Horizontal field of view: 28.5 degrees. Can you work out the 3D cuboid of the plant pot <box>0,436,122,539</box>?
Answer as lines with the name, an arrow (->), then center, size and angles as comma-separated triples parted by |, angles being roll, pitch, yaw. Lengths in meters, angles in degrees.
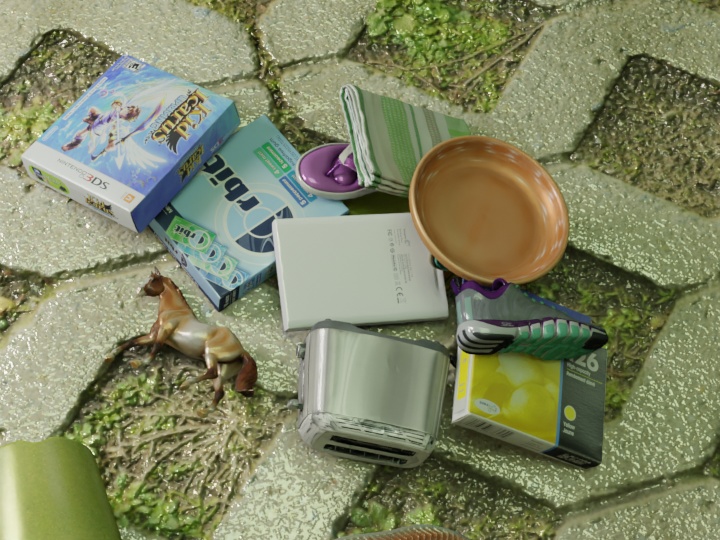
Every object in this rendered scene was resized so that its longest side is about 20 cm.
plant pot -> -0.323, 0.280, 1.452 | 0.200, 0.201, 0.185 | -9, 53, -12

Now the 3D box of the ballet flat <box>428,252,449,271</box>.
ballet flat -> 0.158, -0.048, 1.729 | 0.199, 0.070, 0.070 | -13, 66, -26

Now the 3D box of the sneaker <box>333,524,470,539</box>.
sneaker -> 0.039, 0.329, 1.542 | 0.199, 0.080, 0.071 | 4, 40, -26

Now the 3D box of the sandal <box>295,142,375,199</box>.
sandal -> 0.014, -0.136, 1.743 | 0.202, 0.050, 0.083 | -7, 56, -28

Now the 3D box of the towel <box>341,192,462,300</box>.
towel -> 0.073, -0.049, 1.755 | 0.200, 0.018, 0.086 | 39, 64, 11

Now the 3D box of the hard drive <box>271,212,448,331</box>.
hard drive -> 0.000, 0.000, 1.686 | 0.199, 0.025, 0.132 | -3, 77, -17

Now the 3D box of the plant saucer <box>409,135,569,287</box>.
plant saucer -> 0.148, -0.065, 1.668 | 0.199, 0.037, 0.201 | 8, 61, -15

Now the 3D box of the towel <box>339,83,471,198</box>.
towel -> 0.071, -0.150, 1.743 | 0.200, 0.031, 0.150 | 10, 56, -36

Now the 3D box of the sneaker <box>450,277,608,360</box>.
sneaker -> 0.193, 0.048, 1.592 | 0.199, 0.074, 0.088 | 6, 61, -32

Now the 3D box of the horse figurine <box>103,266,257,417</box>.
horse figurine -> -0.193, 0.089, 1.623 | 0.200, 0.050, 0.133 | 27, 46, 14

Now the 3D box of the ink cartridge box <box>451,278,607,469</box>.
ink cartridge box -> 0.200, 0.108, 1.641 | 0.197, 0.047, 0.201 | 21, 62, -25

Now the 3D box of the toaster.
toaster -> 0.019, 0.143, 1.601 | 0.199, 0.114, 0.130 | 13, 66, -11

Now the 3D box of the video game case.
video game case -> -0.276, -0.158, 1.713 | 0.181, 0.046, 0.200 | 26, 62, 25

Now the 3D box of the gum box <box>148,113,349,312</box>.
gum box -> -0.144, -0.073, 1.719 | 0.200, 0.045, 0.170 | -35, 74, -21
